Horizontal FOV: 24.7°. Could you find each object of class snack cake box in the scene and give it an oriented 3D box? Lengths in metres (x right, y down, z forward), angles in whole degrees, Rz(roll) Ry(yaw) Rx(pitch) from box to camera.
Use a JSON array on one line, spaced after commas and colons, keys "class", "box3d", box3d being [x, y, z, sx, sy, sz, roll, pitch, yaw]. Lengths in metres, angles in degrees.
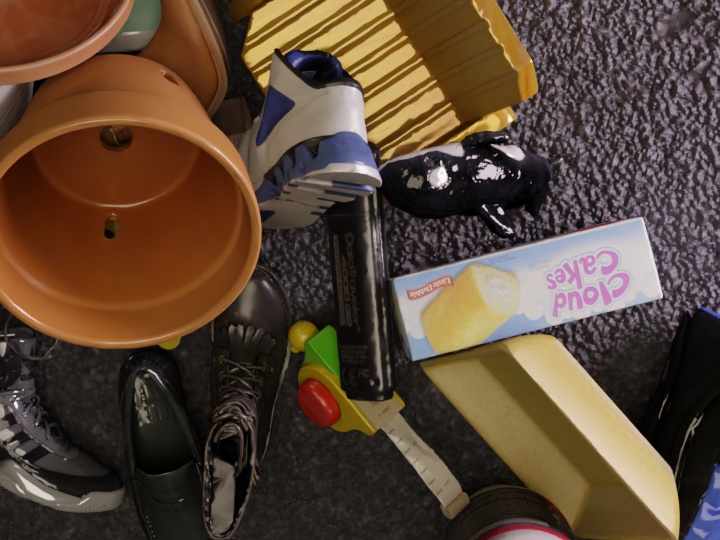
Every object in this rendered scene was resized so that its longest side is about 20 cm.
[{"class": "snack cake box", "box3d": [0.124, 0.014, 1.294, 0.199, 0.115, 0.068, -14, 89, -1]}]

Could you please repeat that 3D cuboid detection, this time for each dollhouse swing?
[{"class": "dollhouse swing", "box3d": [0.012, -0.161, 1.250, 0.181, 0.176, 0.201, -32, 97, 3]}]

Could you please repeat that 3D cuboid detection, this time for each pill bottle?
[{"class": "pill bottle", "box3d": [0.118, 0.232, 1.285, 0.110, 0.200, 0.111, 0, 98, -1]}]

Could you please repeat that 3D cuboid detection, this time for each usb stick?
[{"class": "usb stick", "box3d": [0.000, 0.000, 1.269, 0.033, 0.055, 0.201, -8, 96, -44]}]

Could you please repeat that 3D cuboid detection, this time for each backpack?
[{"class": "backpack", "box3d": [0.307, 0.157, 1.298, 0.167, 0.163, 0.201, 23, 95, -7]}]

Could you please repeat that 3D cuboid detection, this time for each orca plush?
[{"class": "orca plush", "box3d": [0.095, -0.049, 1.261, 0.105, 0.200, 0.071, -29, 72, 25]}]

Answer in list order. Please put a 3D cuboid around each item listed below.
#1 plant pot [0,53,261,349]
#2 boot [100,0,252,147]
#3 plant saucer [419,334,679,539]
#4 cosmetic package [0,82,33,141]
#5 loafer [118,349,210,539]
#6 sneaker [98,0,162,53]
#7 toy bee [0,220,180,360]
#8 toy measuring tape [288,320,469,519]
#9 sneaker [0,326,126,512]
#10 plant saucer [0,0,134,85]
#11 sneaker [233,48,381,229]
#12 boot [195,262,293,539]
[{"class": "plant pot", "box3d": [-0.175, -0.063, 1.191, 0.199, 0.140, 0.201, -4, 128, -5]}, {"class": "boot", "box3d": [-0.173, -0.145, 1.270, 0.154, 0.077, 0.200, -11, 138, 2]}, {"class": "plant saucer", "box3d": [0.155, 0.123, 1.286, 0.048, 0.200, 0.200, -43, 96, -16]}, {"class": "cosmetic package", "box3d": [-0.346, -0.072, 1.223, 0.165, 0.168, 0.201, 12, 125, 0]}, {"class": "loafer", "box3d": [-0.159, 0.165, 1.339, 0.068, 0.070, 0.202, -11, 97, 1]}, {"class": "sneaker", "box3d": [-0.256, -0.226, 1.288, 0.199, 0.074, 0.119, -7, 102, -8]}, {"class": "toy bee", "box3d": [-0.201, 0.001, 1.315, 0.199, 0.109, 0.132, -4, 90, -25]}, {"class": "toy measuring tape", "box3d": [0.008, 0.123, 1.328, 0.074, 0.074, 0.200, -41, 84, 4]}, {"class": "sneaker", "box3d": [-0.269, 0.113, 1.328, 0.199, 0.075, 0.114, 25, 99, -1]}, {"class": "plant saucer", "box3d": [-0.263, -0.207, 1.197, 0.199, 0.032, 0.201, 2, 53, -3]}, {"class": "sneaker", "box3d": [-0.050, -0.102, 1.239, 0.080, 0.199, 0.116, 12, 73, -34]}, {"class": "boot", "box3d": [-0.091, 0.101, 1.279, 0.069, 0.174, 0.201, 3, 97, -1]}]
